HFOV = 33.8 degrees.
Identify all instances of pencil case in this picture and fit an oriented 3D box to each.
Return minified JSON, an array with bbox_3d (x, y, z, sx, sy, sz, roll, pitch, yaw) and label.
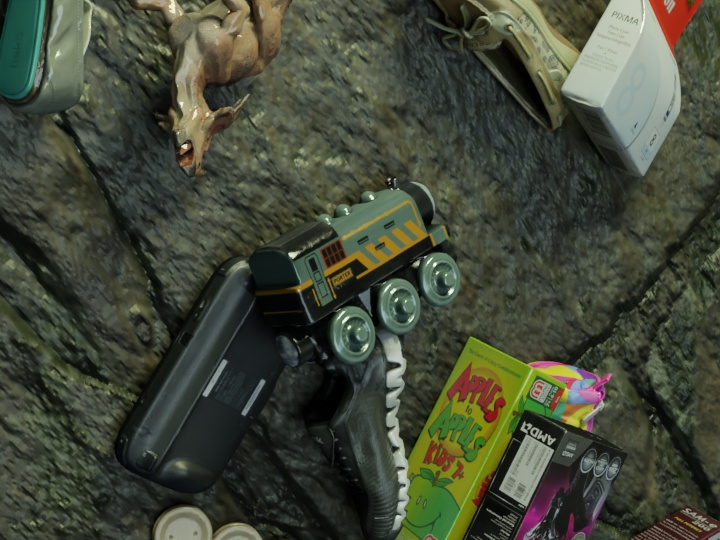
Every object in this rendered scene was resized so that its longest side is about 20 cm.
[{"bbox_3d":[0.178,0.185,1.126,0.088,0.088,0.200,2,105,-29],"label":"pencil case"}]

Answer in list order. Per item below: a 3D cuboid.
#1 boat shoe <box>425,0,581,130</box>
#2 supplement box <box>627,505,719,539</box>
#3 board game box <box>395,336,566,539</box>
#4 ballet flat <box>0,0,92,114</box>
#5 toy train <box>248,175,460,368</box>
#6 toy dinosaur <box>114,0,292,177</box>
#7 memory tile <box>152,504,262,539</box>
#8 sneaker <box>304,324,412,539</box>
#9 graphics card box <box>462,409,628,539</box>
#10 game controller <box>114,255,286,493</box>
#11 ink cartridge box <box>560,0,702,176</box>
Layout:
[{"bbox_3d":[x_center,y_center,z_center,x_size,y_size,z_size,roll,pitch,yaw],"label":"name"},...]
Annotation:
[{"bbox_3d":[0.123,-0.193,1.007,0.200,0.073,0.063,32,84,-32],"label":"boat shoe"},{"bbox_3d":[0.299,0.345,1.250,0.200,0.061,0.109,-23,112,-23],"label":"supplement box"},{"bbox_3d":[0.097,0.170,1.070,0.048,0.102,0.200,27,89,-30],"label":"board game box"},{"bbox_3d":[-0.215,-0.210,0.835,0.064,0.067,0.200,-5,108,-56],"label":"ballet flat"},{"bbox_3d":[0.000,0.000,0.971,0.200,0.085,0.114,-31,108,-36],"label":"toy train"},{"bbox_3d":[-0.099,-0.167,0.893,0.200,0.086,0.136,-40,130,-33],"label":"toy dinosaur"},{"bbox_3d":[-0.105,0.296,1.015,0.200,0.017,0.154,23,85,-19],"label":"memory tile"},{"bbox_3d":[-0.007,0.147,1.032,0.090,0.066,0.200,-6,102,-24],"label":"sneaker"},{"bbox_3d":[0.147,0.228,1.030,0.125,0.051,0.200,25,90,-49],"label":"graphics card box"},{"bbox_3d":[-0.118,0.089,0.975,0.104,0.042,0.200,34,86,-45],"label":"game controller"},{"bbox_3d":[0.266,-0.202,1.062,0.200,0.047,0.160,-59,148,-2],"label":"ink cartridge box"}]
